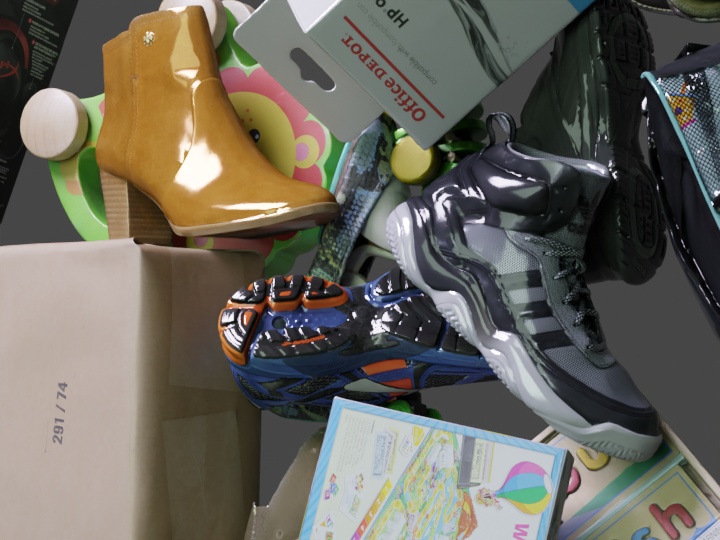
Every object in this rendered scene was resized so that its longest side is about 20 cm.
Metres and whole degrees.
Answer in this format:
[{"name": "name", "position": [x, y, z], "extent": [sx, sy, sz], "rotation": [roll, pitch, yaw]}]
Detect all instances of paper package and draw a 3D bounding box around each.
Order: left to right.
[{"name": "paper package", "position": [-0.154, 0.085, 1.312], "extent": [0.190, 0.103, 0.202], "rotation": [-2, 86, 47]}]

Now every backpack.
[{"name": "backpack", "position": [0.238, -0.010, 1.082], "extent": [0.152, 0.176, 0.202], "rotation": [-15, 60, 11]}]

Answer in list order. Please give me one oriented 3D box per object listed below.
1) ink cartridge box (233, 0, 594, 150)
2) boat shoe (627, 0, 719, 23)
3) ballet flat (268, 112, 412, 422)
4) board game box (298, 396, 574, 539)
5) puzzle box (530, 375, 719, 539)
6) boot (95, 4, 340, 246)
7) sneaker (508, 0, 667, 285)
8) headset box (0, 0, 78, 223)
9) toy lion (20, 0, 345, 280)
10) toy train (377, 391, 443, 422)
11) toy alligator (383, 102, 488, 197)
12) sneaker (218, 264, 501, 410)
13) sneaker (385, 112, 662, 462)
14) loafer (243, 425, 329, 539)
[{"name": "ink cartridge box", "position": [0.039, -0.153, 1.210], "extent": [0.200, 0.116, 0.067], "rotation": [-42, 35, 11]}, {"name": "boat shoe", "position": [0.179, -0.162, 1.094], "extent": [0.065, 0.073, 0.200], "rotation": [-40, 12, -19]}, {"name": "ballet flat", "position": [0.000, 0.000, 1.305], "extent": [0.074, 0.074, 0.202], "rotation": [22, 93, 34]}, {"name": "board game box", "position": [0.027, 0.181, 1.142], "extent": [0.133, 0.034, 0.202], "rotation": [12, 79, 16]}, {"name": "puzzle box", "position": [0.108, 0.163, 1.177], "extent": [0.200, 0.025, 0.133], "rotation": [-40, 54, 1]}, {"name": "boot", "position": [-0.094, -0.091, 1.303], "extent": [0.200, 0.070, 0.146], "rotation": [-3, 88, 43]}, {"name": "sneaker", "position": [0.123, -0.086, 1.243], "extent": [0.090, 0.076, 0.202], "rotation": [-11, 70, 34]}, {"name": "headset box", "position": [-0.285, -0.151, 1.469], "extent": [0.075, 0.148, 0.202], "rotation": [17, 87, 34]}, {"name": "toy lion", "position": [-0.107, -0.071, 1.394], "extent": [0.199, 0.069, 0.193], "rotation": [-33, 69, 21]}, {"name": "toy train", "position": [0.018, 0.170, 1.258], "extent": [0.056, 0.042, 0.202], "rotation": [-13, 70, 40]}, {"name": "toy alligator", "position": [0.047, -0.109, 1.303], "extent": [0.054, 0.059, 0.202], "rotation": [-18, 68, 24]}, {"name": "sneaker", "position": [0.016, 0.043, 1.245], "extent": [0.198, 0.079, 0.076], "rotation": [0, 52, -5]}, {"name": "sneaker", "position": [0.110, 0.004, 1.163], "extent": [0.200, 0.075, 0.114], "rotation": [46, 109, 17]}, {"name": "loafer", "position": [-0.038, 0.175, 1.245], "extent": [0.201, 0.076, 0.068], "rotation": [-54, 41, 13]}]
